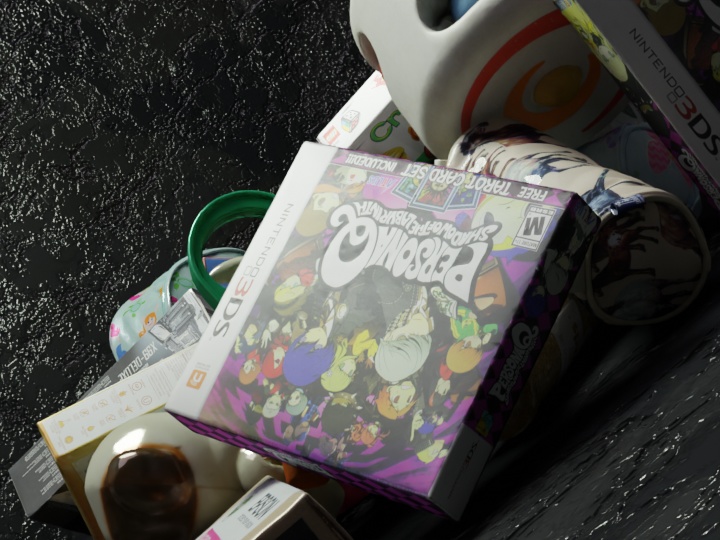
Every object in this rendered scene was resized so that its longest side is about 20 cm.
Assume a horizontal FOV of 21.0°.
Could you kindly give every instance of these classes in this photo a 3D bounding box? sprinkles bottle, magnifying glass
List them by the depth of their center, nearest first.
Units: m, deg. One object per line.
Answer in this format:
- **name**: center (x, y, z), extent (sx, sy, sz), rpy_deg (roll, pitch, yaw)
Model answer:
- **magnifying glass**: center (-0.052, 0.038, 1.151), extent (0.080, 0.200, 0.022), rpy_deg (-9, -33, -11)
- **sprinkles bottle**: center (0.107, 0.032, 1.181), extent (0.068, 0.068, 0.200), rpy_deg (-38, 3, 33)

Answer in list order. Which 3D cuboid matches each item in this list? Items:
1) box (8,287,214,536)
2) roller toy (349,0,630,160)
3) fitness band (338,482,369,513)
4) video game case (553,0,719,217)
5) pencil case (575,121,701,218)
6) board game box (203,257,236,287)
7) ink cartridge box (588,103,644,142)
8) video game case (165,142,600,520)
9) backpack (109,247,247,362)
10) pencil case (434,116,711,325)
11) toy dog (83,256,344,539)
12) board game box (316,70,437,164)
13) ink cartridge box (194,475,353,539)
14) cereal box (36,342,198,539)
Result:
- **box**: center (-0.126, 0.113, 1.386), extent (0.200, 0.050, 0.158), rpy_deg (-43, -38, 16)
- **roller toy**: center (0.097, -0.156, 1.255), extent (0.182, 0.140, 0.200), rpy_deg (-11, -38, -30)
- **fitness band**: center (0.030, 0.109, 1.368), extent (0.200, 0.037, 0.144), rpy_deg (-40, 5, 15)
- **video game case**: center (0.246, -0.154, 1.170), extent (0.200, 0.181, 0.036), rpy_deg (-39, 6, -11)
- **pencil case**: center (0.138, -0.030, 1.345), extent (0.200, 0.091, 0.083), rpy_deg (-28, 7, 42)
- **board game box**: center (-0.026, 0.040, 1.491), extent (0.200, 0.103, 0.019), rpy_deg (0, -20, -29)
- **ink cartridge box**: center (0.136, -0.096, 1.490), extent (0.148, 0.200, 0.086), rpy_deg (-40, -31, 22)
- **video game case**: center (0.009, 0.026, 1.058), extent (0.200, 0.036, 0.181), rpy_deg (14, 71, 41)
- **backpack**: center (-0.096, 0.079, 1.548), extent (0.151, 0.200, 0.177), rpy_deg (-41, -12, 33)
- **pencil case**: center (0.117, -0.032, 1.138), extent (0.200, 0.089, 0.078), rpy_deg (37, 117, 61)
- **toy dog**: center (-0.070, 0.106, 1.178), extent (0.200, 0.194, 0.140), rpy_deg (-33, 12, -21)
- **board game box**: center (0.075, -0.139, 1.410), extent (0.200, 0.035, 0.126), rpy_deg (-48, -37, 12)
- **ink cartridge box**: center (-0.078, 0.188, 1.016), extent (0.165, 0.075, 0.200), rpy_deg (-41, 2, -9)
- **cereal box**: center (-0.106, 0.105, 1.310), extent (0.200, 0.040, 0.144), rpy_deg (-26, -34, -11)
